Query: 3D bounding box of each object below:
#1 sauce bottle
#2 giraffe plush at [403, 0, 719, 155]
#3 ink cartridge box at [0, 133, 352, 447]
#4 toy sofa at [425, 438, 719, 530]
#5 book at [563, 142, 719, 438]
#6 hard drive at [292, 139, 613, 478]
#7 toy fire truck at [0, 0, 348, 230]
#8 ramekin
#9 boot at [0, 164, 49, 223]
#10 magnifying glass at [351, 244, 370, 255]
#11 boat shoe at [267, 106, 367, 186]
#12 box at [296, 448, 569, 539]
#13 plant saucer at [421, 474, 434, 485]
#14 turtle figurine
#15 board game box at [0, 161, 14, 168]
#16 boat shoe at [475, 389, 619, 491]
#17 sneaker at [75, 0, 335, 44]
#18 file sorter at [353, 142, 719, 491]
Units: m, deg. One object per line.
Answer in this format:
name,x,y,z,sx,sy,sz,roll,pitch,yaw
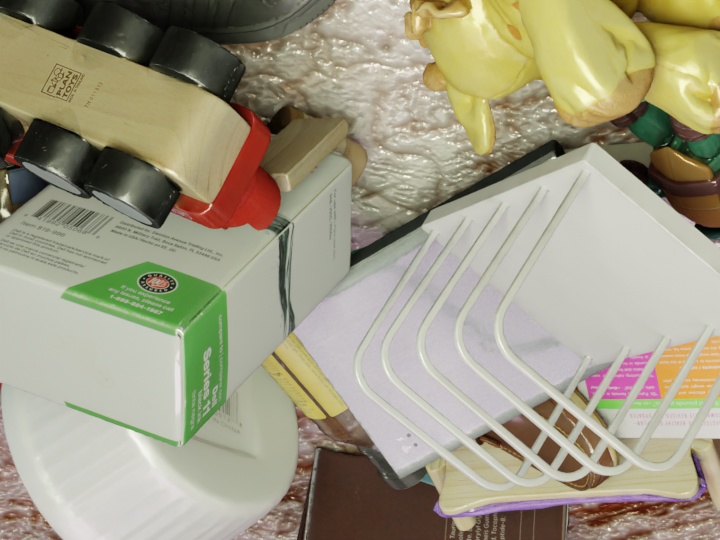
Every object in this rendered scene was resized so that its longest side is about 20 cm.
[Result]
sauce bottle,-0.020,0.072,1.554,0.064,0.065,0.200,-17,127,30
giraffe plush,0.096,-0.138,1.201,0.199,0.174,0.162,20,157,-18
ink cartridge box,-0.110,-0.004,1.305,0.146,0.200,0.083,17,127,23
toy sofa,0.150,0.138,1.572,0.199,0.098,0.083,-7,143,17
book,0.188,0.014,1.429,0.133,0.048,0.201,-4,123,17
hard drive,0.071,0.025,1.406,0.199,0.033,0.140,-30,110,17
toy fire truck,-0.107,-0.078,1.262,0.175,0.129,0.200,21,169,30
ramekin,-0.133,0.099,1.532,0.098,0.201,0.200,-32,130,33
boot,-0.191,-0.032,1.423,0.074,0.200,0.098,-8,103,7
magnifying glass,0.000,0.000,1.451,0.199,0.022,0.080,-8,151,-25
boat shoe,-0.063,-0.023,1.449,0.064,0.072,0.200,21,141,-19
box,0.046,0.256,1.745,0.199,0.165,0.166,9,146,-2
plant saucer,0.094,0.100,1.635,0.199,0.028,0.201,5,145,4
turtle figurine,0.184,-0.050,1.310,0.149,0.101,0.200,0,137,34
board game box,-0.298,-0.115,1.343,0.199,0.044,0.199,1,161,8
boat shoe,0.077,0.085,1.497,0.200,0.068,0.072,36,144,21
sneaker,-0.109,-0.168,1.260,0.199,0.060,0.104,-11,145,32
file sorter,0.102,0.038,1.265,0.139,0.125,0.200,39,159,-13
